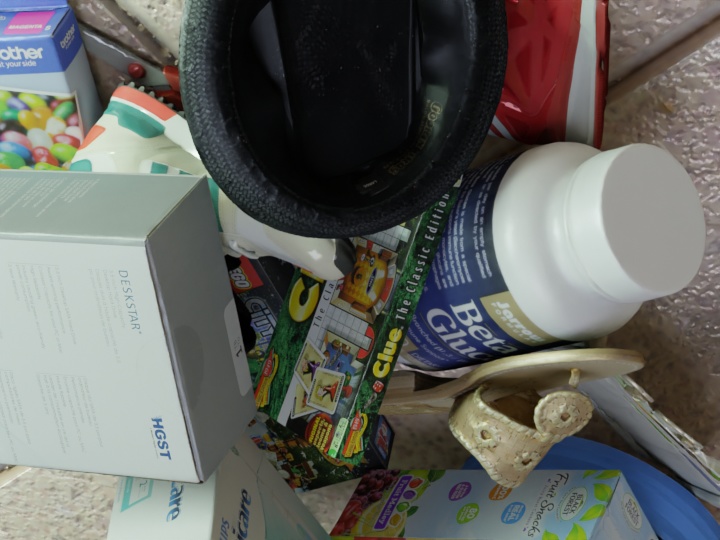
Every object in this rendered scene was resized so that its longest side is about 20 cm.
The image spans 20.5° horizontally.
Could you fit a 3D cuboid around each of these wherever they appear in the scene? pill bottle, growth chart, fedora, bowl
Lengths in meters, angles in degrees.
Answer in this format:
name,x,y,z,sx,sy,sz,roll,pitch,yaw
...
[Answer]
name,x,y,z,sx,sy,sz,roll,pitch,yaw
pill bottle,0.094,-0.010,1.122,0.111,0.111,0.200,44,147,-22
growth chart,0.173,0.091,1.219,0.018,0.145,0.200,-49,114,-8
fedora,-0.018,-0.121,1.057,0.199,0.092,0.202,-5,105,-19
bowl,0.148,0.191,1.320,0.200,0.039,0.201,18,140,16

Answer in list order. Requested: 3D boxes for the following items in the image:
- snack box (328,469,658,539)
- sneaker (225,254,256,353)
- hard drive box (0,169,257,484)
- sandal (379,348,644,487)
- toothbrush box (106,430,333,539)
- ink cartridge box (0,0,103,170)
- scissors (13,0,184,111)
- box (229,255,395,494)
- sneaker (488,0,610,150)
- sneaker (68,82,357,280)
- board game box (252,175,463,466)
name,x,y,z,sx,sy,sz,roll,pitch,yaw
snack box,0.105,0.207,1.279,0.199,0.068,0.169,-3,131,38
sneaker,-0.108,0.057,1.232,0.087,0.074,0.201,10,125,13
hard drive box,-0.174,0.029,1.114,0.199,0.077,0.157,4,121,23
sandal,0.080,0.090,1.138,0.077,0.070,0.211,10,167,-42
toothbrush box,-0.066,0.209,1.211,0.085,0.147,0.200,-26,120,17
ink cartridge box,-0.216,-0.093,1.206,0.119,0.042,0.201,1,126,17
scissors,-0.125,-0.110,1.194,0.199,0.014,0.073,18,133,-1
box,-0.082,0.065,1.306,0.136,0.038,0.200,-17,122,23
sneaker,0.078,-0.148,1.081,0.115,0.079,0.201,3,127,8
sneaker,-0.092,-0.027,1.137,0.199,0.094,0.070,33,171,30
board game box,0.000,0.000,1.133,0.023,0.105,0.201,18,93,-32
